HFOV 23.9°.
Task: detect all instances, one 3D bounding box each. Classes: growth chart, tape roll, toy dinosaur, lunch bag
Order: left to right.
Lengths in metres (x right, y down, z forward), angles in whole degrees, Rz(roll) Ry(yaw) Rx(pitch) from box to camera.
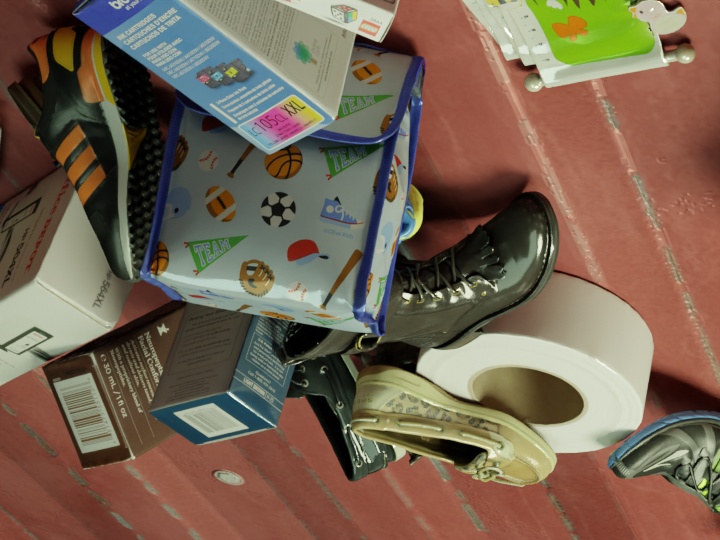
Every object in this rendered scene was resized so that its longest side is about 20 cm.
[{"bbox_3d":[-0.051,-0.070,1.204,0.169,0.201,0.124,11,170,9],"label":"lunch bag"},{"bbox_3d":[0.041,0.119,1.590,0.077,0.102,0.200,-29,163,-11],"label":"toy dinosaur"},{"bbox_3d":[0.150,0.081,1.477,0.202,0.071,0.203,11,149,7],"label":"tape roll"},{"bbox_3d":[0.121,-0.186,1.116,0.144,0.018,0.200,-14,139,38],"label":"growth chart"}]

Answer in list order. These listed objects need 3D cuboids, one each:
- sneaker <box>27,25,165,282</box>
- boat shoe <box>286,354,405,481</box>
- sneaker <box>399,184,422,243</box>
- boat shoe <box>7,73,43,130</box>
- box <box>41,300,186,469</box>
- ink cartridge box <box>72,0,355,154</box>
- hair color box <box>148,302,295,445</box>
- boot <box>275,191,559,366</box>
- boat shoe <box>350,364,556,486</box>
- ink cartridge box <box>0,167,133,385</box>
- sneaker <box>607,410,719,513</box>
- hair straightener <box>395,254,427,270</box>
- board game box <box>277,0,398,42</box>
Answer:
[{"bbox_3d":[-0.203,-0.090,1.299,0.090,0.070,0.201,2,110,23],"label":"sneaker"},{"bbox_3d":[-0.039,0.104,1.529,0.200,0.066,0.074,58,161,-14],"label":"boat shoe"},{"bbox_3d":[-0.044,-0.062,1.298,0.199,0.076,0.105,10,-170,-8],"label":"sneaker"},{"bbox_3d":[-0.194,-0.091,1.364,0.200,0.068,0.072,47,175,-15],"label":"boat shoe"},{"bbox_3d":[-0.172,0.089,1.493,0.075,0.200,0.100,-15,99,39],"label":"box"},{"bbox_3d":[-0.097,-0.189,1.092,0.076,0.137,0.200,-24,131,40],"label":"ink cartridge box"},{"bbox_3d":[-0.093,0.037,1.388,0.100,0.201,0.060,-16,137,42],"label":"hair color box"},{"bbox_3d":[0.044,0.014,1.311,0.174,0.069,0.200,-2,144,-41],"label":"boot"},{"bbox_3d":[0.079,0.150,1.488,0.199,0.063,0.073,24,147,-15],"label":"boat shoe"},{"bbox_3d":[-0.270,-0.002,1.460,0.084,0.146,0.200,35,143,-25],"label":"ink cartridge box"},{"bbox_3d":[0.312,0.173,1.497,0.199,0.083,0.071,8,147,-24],"label":"sneaker"},{"bbox_3d":[0.000,0.000,1.373,0.077,0.041,0.200,12,180,40],"label":"hair straightener"},{"bbox_3d":[-0.061,-0.229,1.022,0.199,0.127,0.035,21,149,-9],"label":"board game box"}]
